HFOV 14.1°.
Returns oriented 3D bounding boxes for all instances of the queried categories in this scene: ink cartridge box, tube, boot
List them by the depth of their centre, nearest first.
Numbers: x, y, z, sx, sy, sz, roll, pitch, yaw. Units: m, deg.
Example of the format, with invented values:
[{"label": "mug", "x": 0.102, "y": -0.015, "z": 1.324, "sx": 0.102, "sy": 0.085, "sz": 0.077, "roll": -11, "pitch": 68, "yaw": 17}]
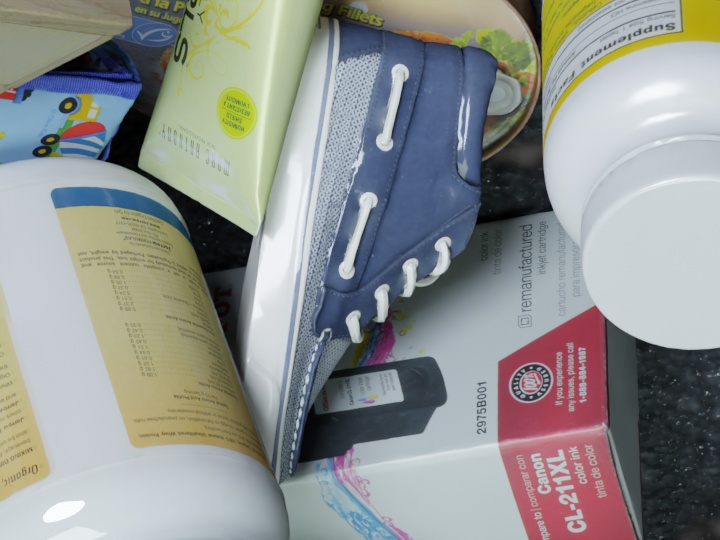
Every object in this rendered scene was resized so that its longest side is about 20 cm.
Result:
[{"label": "tube", "x": -0.037, "y": -0.120, "z": 1.145, "sx": 0.052, "sy": 0.058, "sz": 0.201, "roll": 16, "pitch": 106, "yaw": -7}, {"label": "boot", "x": 0.000, "y": 0.000, "z": 1.198, "sx": 0.090, "sy": 0.073, "sz": 0.201, "roll": 8, "pitch": 102, "yaw": -7}, {"label": "ink cartridge box", "x": 0.019, "y": 0.062, "z": 1.290, "sx": 0.199, "sy": 0.146, "sz": 0.083, "roll": -10, "pitch": 132, "yaw": 12}]

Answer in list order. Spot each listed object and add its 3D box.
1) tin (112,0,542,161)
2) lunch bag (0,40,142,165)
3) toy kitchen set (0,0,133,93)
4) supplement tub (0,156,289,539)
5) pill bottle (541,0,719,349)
[{"label": "tin", "x": -0.021, "y": -0.103, "z": 1.222, "sx": 0.199, "sy": 0.042, "sz": 0.112, "roll": 14, "pitch": 134, "yaw": -9}, {"label": "lunch bag", "x": -0.192, "y": -0.053, "z": 1.164, "sx": 0.199, "sy": 0.094, "sz": 0.151, "roll": 12, "pitch": 133, "yaw": -24}, {"label": "toy kitchen set", "x": -0.217, "y": -0.159, "z": 1.040, "sx": 0.163, "sy": 0.201, "sz": 0.180, "roll": -21, "pitch": 165, "yaw": 37}, {"label": "supplement tub", "x": -0.111, "y": 0.073, "z": 1.138, "sx": 0.144, "sy": 0.201, "sz": 0.145, "roll": -15, "pitch": 149, "yaw": -10}, {"label": "pill bottle", "x": 0.127, "y": -0.068, "z": 1.136, "sx": 0.112, "sy": 0.201, "sz": 0.113, "roll": 1, "pitch": 132, "yaw": 2}]
